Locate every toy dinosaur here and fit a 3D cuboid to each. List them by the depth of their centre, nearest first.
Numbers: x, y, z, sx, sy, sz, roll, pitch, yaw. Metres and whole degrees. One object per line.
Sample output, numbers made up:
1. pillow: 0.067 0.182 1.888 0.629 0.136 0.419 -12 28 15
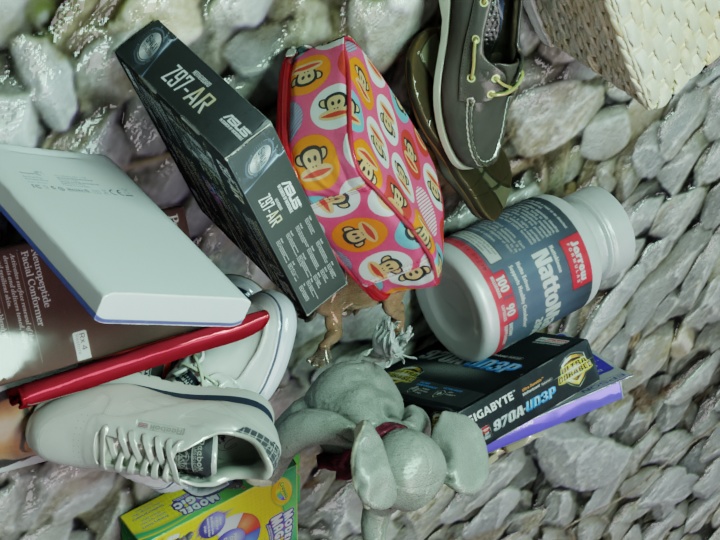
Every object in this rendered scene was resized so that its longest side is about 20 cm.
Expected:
1. toy dinosaur: 0.000 0.000 1.552 0.199 0.086 0.136 -9 128 -40

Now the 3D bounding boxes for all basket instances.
1. basket: 0.242 -0.283 1.476 0.198 0.161 0.200 -41 141 -7

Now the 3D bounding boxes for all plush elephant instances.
1. plush elephant: 0.016 0.162 1.511 0.164 0.155 0.200 5 133 -32

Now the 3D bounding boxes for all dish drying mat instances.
1. dish drying mat: -0.170 0.069 1.340 0.199 0.018 0.077 -17 176 -19

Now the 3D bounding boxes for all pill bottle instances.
1. pill bottle: 0.162 -0.005 1.678 0.199 0.120 0.120 -26 138 -26

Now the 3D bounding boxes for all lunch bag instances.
1. lunch bag: 0.004 -0.092 1.421 0.081 0.177 0.200 -16 139 19

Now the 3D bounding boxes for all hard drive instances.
1. hard drive: -0.184 -0.027 1.252 0.131 0.200 0.025 4 120 -46

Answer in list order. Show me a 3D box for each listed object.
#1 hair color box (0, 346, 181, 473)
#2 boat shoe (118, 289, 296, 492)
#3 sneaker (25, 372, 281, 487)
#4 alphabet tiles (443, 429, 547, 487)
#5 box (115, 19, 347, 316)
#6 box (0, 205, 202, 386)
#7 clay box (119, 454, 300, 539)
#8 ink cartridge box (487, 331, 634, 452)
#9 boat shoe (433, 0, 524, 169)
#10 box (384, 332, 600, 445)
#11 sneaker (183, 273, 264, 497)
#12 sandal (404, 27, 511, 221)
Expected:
1. hair color box: -0.244 0.096 1.419 0.199 0.061 0.102 -12 131 -37
2. boat shoe: -0.126 0.101 1.428 0.067 0.073 0.201 17 109 -55
3. sneaker: -0.162 0.131 1.362 0.199 0.081 0.077 -1 119 -7
4. alphabet tiles: 0.114 0.189 1.782 0.199 0.015 0.195 -28 179 32
5. box: -0.097 -0.076 1.328 0.043 0.160 0.200 -38 141 -11
6. box: -0.222 0.021 1.330 0.199 0.075 0.101 -17 96 -36
7. clay box: -0.130 0.242 1.671 0.199 0.048 0.115 -25 138 -26
8. ink cartridge box: 0.150 0.132 1.702 0.197 0.200 0.044 -22 103 -8
9. boat shoe: 0.104 -0.179 1.462 0.072 0.060 0.203 -22 117 -45
10. box: 0.106 0.109 1.665 0.158 0.200 0.046 -26 105 -25
11. sneaker: -0.122 0.107 1.502 0.109 0.070 0.201 -67 170 -52
12. sandal: 0.078 -0.125 1.538 0.082 0.054 0.200 -58 138 -26
